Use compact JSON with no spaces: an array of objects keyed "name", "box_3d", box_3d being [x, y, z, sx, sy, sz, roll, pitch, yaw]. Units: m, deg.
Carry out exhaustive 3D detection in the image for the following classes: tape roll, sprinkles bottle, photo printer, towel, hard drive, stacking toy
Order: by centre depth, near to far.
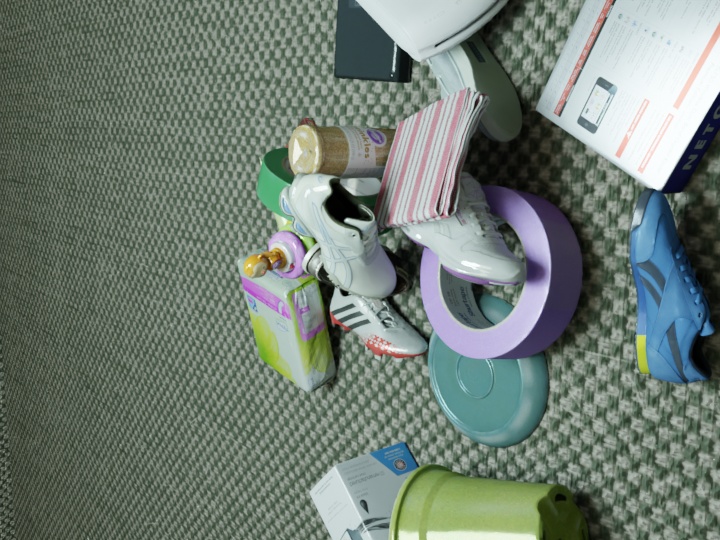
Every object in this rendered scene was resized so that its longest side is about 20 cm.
[{"name":"towel","box_3d":[0.073,-0.119,0.909,0.199,0.030,0.149,-6,66,68]},{"name":"tape roll","box_3d":[0.163,0.004,0.937,0.199,0.065,0.204,-9,78,49]},{"name":"photo printer","box_3d":[0.081,-0.353,0.941,0.165,0.070,0.201,-36,61,1]},{"name":"sprinkles bottle","box_3d":[0.003,-0.152,1.018,0.068,0.198,0.070,10,103,49]},{"name":"tape roll","box_3d":[-0.042,-0.111,1.077,0.200,0.198,0.049,38,123,39]},{"name":"hard drive","box_3d":[0.019,-0.368,1.093,0.139,0.033,0.204,19,110,46]},{"name":"stacking toy","box_3d":[-0.091,-0.031,1.120,0.110,0.199,0.117,43,130,17]}]

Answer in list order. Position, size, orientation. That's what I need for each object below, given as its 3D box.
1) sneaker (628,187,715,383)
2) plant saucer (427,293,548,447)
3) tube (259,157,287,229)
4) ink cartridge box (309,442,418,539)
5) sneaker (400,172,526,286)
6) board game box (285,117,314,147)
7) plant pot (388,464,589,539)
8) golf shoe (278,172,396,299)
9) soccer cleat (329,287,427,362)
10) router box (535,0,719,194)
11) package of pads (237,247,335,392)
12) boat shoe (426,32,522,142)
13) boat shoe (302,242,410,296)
[{"name":"sneaker","box_3d":[0.313,0.017,0.777,0.078,0.066,0.203,5,112,41]},{"name":"plant saucer","box_3d":[0.155,0.132,1.021,0.198,0.027,0.204,10,103,47]},{"name":"tube","box_3d":[-0.113,-0.085,1.260,0.058,0.051,0.203,-31,79,61]},{"name":"ink cartridge box","box_3d":[0.042,0.361,1.096,0.201,0.145,0.086,57,131,25]},{"name":"sneaker","box_3d":[0.117,-0.052,0.889,0.200,0.074,0.101,40,116,45]},{"name":"board game box","box_3d":[-0.065,-0.130,1.240,0.103,0.019,0.202,-49,60,40]},{"name":"plant pot","box_3d":[0.165,0.329,0.936,0.182,0.199,0.204,-15,84,38]},{"name":"golf shoe","box_3d":[-0.009,-0.036,0.941,0.096,0.200,0.079,-6,47,49]},{"name":"soccer cleat","box_3d":[0.022,0.067,1.135,0.199,0.068,0.087,27,120,49]},{"name":"router box","box_3d":[0.292,-0.209,0.790,0.180,0.048,0.202,46,128,34]},{"name":"package of pads","box_3d":[-0.115,0.081,1.256,0.154,0.068,0.203,27,136,45]},{"name":"boat shoe","box_3d":[0.132,-0.228,0.965,0.072,0.069,0.203,-50,54,46]},{"name":"boat shoe","box_3d":[0.000,0.000,1.053,0.072,0.199,0.060,-51,62,18]}]
